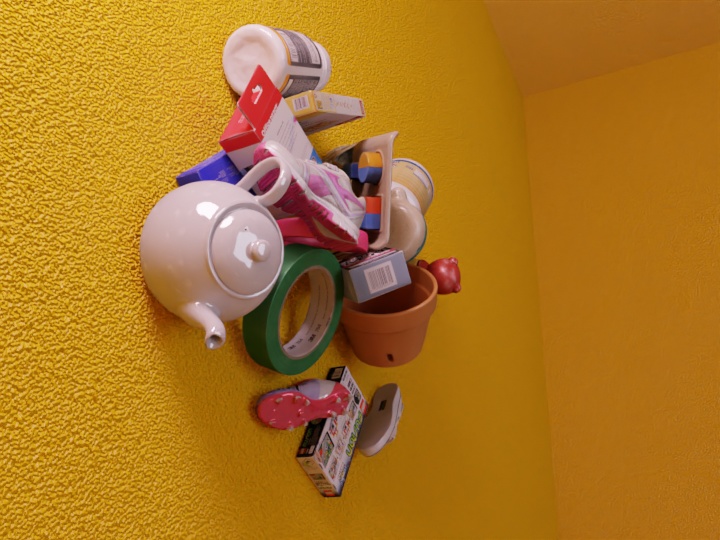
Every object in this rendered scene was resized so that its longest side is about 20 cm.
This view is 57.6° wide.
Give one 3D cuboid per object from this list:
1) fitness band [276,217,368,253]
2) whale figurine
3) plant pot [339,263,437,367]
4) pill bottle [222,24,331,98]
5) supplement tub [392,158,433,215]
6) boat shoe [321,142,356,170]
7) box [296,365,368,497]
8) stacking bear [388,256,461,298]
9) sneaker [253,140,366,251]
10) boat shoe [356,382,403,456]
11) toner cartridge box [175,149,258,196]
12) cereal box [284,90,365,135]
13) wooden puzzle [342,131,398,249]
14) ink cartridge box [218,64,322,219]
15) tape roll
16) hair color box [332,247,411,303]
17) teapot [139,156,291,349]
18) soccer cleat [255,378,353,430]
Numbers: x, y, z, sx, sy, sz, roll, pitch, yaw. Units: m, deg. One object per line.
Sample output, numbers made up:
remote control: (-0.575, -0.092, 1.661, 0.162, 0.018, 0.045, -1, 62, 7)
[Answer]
fitness band: (-0.076, -0.053, 1.064, 0.200, 0.143, 0.038, 11, 77, -52)
whale figurine: (0.040, -0.092, 1.286, 0.159, 0.200, 0.104, -57, 157, 5)
plant pot: (0.047, 0.089, 1.247, 0.200, 0.200, 0.140, -57, 148, -56)
pill bottle: (-0.133, -0.346, 1.105, 0.200, 0.116, 0.117, -32, 109, -64)
supplement tub: (0.071, -0.145, 1.416, 0.145, 0.144, 0.200, 68, 27, -23)
boat shoe: (-0.039, -0.197, 1.275, 0.073, 0.063, 0.201, 59, 24, -18)
box: (-0.044, 0.276, 1.140, 0.110, 0.035, 0.200, 64, 29, -30)
stacking bear: (0.111, 0.023, 1.363, 0.114, 0.200, 0.122, 20, 63, -65)
sneaker: (-0.069, -0.119, 0.942, 0.200, 0.081, 0.088, 44, 54, -28)
boat shoe: (0.046, 0.305, 1.283, 0.200, 0.071, 0.070, -63, 133, -62)
toner cartridge box: (-0.189, -0.134, 0.987, 0.200, 0.043, 0.095, -53, 128, -57)
cereal box: (-0.094, -0.264, 1.121, 0.200, 0.144, 0.040, -21, 99, -64)
wooden puzzle: (0.006, -0.141, 1.160, 0.046, 0.185, 0.200, 5, 93, -20)
ink cartridge box: (-0.139, -0.190, 0.985, 0.200, 0.067, 0.116, 57, 32, -37)
tape roll: (-0.099, 0.060, 1.011, 0.200, 0.048, 0.201, -35, 132, -51)
hair color box: (0.000, 0.000, 1.140, 0.200, 0.099, 0.061, -164, -124, -70)
teapot: (-0.165, -0.028, 0.827, 0.197, 0.146, 0.200, -23, 105, -46)
soccer cleat: (-0.097, 0.206, 1.039, 0.200, 0.076, 0.067, 4, 106, -48)
